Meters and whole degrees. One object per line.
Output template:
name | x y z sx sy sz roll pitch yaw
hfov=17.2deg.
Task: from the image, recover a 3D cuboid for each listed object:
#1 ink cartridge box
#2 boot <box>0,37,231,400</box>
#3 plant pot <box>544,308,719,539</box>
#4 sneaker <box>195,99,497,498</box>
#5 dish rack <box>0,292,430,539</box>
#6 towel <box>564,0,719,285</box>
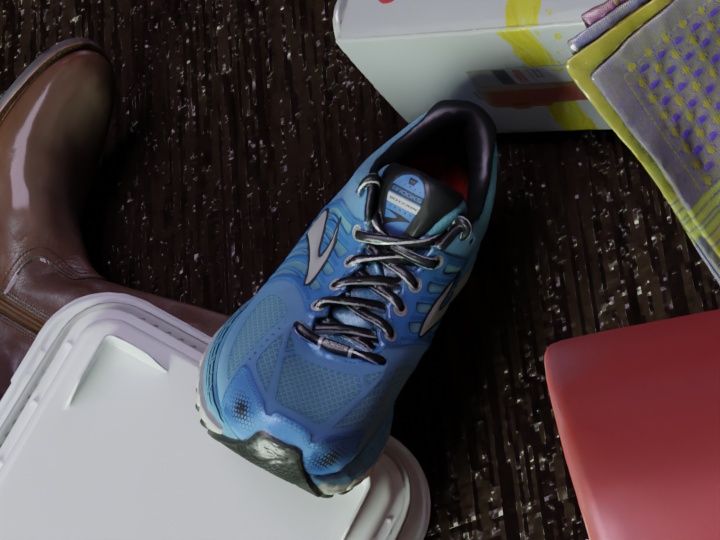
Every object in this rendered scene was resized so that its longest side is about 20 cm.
ink cartridge box | 0.106 -0.138 0.971 0.199 0.083 0.146 0 61 33
boot | -0.101 0.003 1.037 0.200 0.064 0.187 21 86 44
plant pot | 0.170 0.087 0.727 0.177 0.201 0.201 -19 51 8
sneaker | 0.000 0.000 0.903 0.078 0.090 0.200 27 43 1
dish rack | -0.080 0.117 0.893 0.171 0.044 0.201 29 72 2
towel | 0.187 -0.079 0.854 0.200 0.144 0.023 -32 21 6
